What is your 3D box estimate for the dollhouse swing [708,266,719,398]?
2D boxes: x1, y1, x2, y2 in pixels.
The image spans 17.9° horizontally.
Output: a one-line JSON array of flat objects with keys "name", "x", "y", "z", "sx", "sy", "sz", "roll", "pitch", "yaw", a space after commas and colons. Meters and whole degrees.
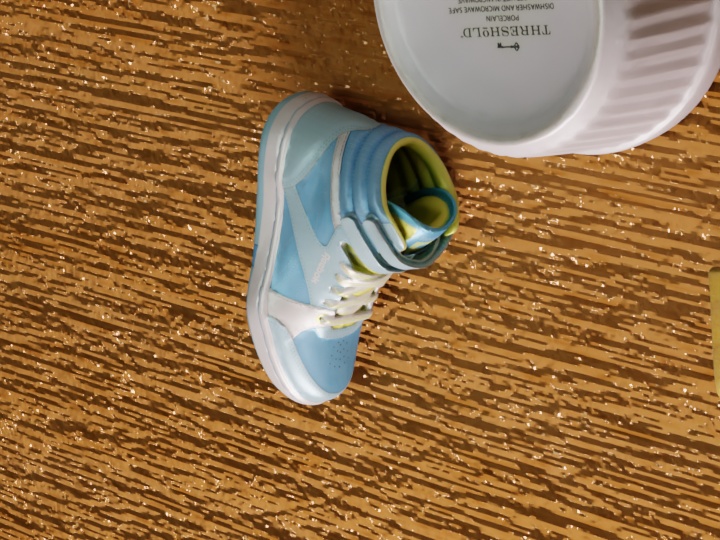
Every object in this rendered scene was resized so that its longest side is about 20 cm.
[{"name": "dollhouse swing", "x": 0.278, "y": 0.102, "z": 1.104, "sx": 0.200, "sy": 0.181, "sz": 0.177, "roll": 11, "pitch": 93, "yaw": 40}]

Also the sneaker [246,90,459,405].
[{"name": "sneaker", "x": 0.000, "y": 0.000, "z": 1.386, "sx": 0.130, "sy": 0.079, "sz": 0.201, "roll": 17, "pitch": 118, "yaw": 40}]

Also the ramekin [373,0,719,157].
[{"name": "ramekin", "x": 0.094, "y": -0.153, "z": 1.225, "sx": 0.202, "sy": 0.094, "sz": 0.203, "roll": 17, "pitch": 116, "yaw": 39}]
